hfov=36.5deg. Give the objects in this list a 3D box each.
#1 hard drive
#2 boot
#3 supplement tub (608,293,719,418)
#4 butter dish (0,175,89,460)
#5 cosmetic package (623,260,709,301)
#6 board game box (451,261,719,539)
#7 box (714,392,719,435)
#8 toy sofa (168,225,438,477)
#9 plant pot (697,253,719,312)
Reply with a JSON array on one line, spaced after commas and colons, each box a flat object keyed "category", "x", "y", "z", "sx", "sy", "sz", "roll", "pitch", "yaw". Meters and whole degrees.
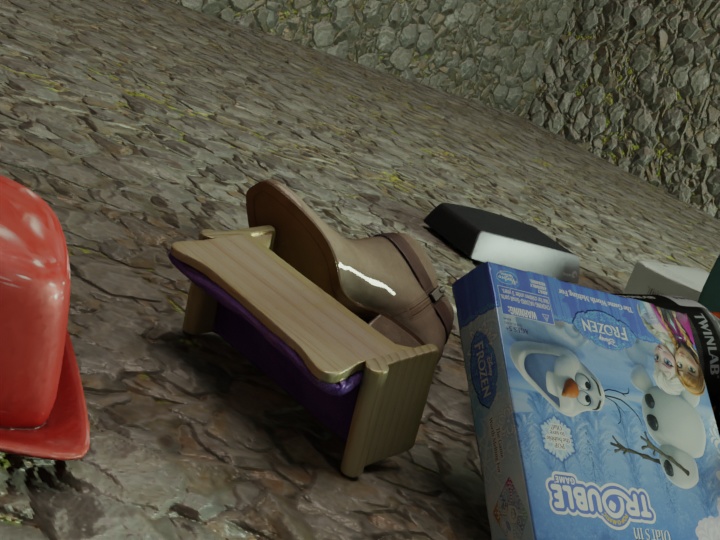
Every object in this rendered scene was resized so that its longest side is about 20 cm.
[{"category": "hard drive", "x": 0.196, "y": -0.039, "z": 1.473, "sx": 0.199, "sy": 0.043, "sz": 0.135, "roll": 12, "pitch": 19, "yaw": -35}, {"category": "boot", "x": 0.000, "y": 0.000, "z": 0.882, "sx": 0.146, "sy": 0.070, "sz": 0.201, "roll": -35, "pitch": 101, "yaw": -53}, {"category": "supplement tub", "x": 0.216, "y": 0.080, "z": 0.895, "sx": 0.198, "sy": 0.124, "sz": 0.123, "roll": 1, "pitch": 23, "yaw": -26}, {"category": "butter dish", "x": -0.230, "y": -0.011, "z": 0.578, "sx": 0.198, "sy": 0.149, "sz": 0.200, "roll": 16, "pitch": 16, "yaw": -27}, {"category": "cosmetic package", "x": 0.442, "y": 0.048, "z": 1.462, "sx": 0.113, "sy": 0.082, "sz": 0.199, "roll": 31, "pitch": 18, "yaw": 35}, {"category": "board game box", "x": 0.162, "y": 0.107, "z": 0.727, "sx": 0.199, "sy": 0.043, "sz": 0.201, "roll": 13, "pitch": 58, "yaw": -33}, {"category": "box", "x": 0.381, "y": 0.138, "z": 0.862, "sx": 0.198, "sy": 0.142, "sz": 0.079, "roll": 2, "pitch": 22, "yaw": -14}, {"category": "toy sofa", "x": -0.051, "y": 0.050, "z": 0.746, "sx": 0.097, "sy": 0.083, "sz": 0.200, "roll": -11, "pitch": 35, "yaw": -42}, {"category": "plant pot", "x": 0.394, "y": 0.033, "z": 0.976, "sx": 0.140, "sy": 0.202, "sz": 0.141, "roll": 17, "pitch": -2, "yaw": -20}]
